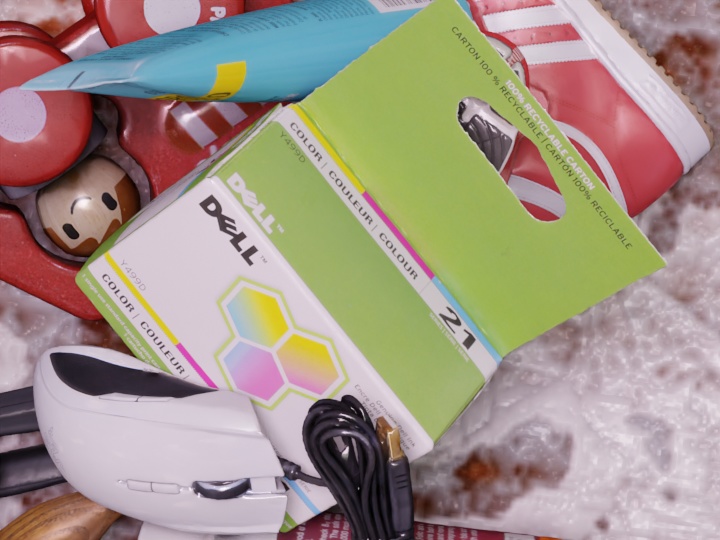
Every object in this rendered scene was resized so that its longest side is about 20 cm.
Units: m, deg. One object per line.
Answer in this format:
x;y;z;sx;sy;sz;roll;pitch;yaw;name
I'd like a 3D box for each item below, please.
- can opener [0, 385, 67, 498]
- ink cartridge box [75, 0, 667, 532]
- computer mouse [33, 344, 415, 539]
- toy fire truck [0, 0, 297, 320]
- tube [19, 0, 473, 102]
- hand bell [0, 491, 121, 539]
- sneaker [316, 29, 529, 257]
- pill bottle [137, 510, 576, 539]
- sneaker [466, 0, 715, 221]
-0.124;0.074;1.058;0.200;0.079;0.064;-3;92;10;can opener
0.000;0.000;0.941;0.148;0.200;0.076;51;43;-6;ink cartridge box
-0.066;0.086;0.958;0.200;0.110;0.044;13;39;30;computer mouse
-0.098;-0.059;1.055;0.200;0.112;0.168;-36;104;-3;toy fire truck
-0.040;-0.091;0.971;0.200;0.077;0.050;-12;94;-38;tube
-0.191;0.156;1.019;0.200;0.104;0.104;-33;84;4;hand bell
0.016;-0.041;1.015;0.077;0.085;0.200;39;130;3;sneaker
-0.001;0.166;1.018;0.200;0.114;0.114;7;84;2;pill bottle
0.058;-0.093;1.064;0.112;0.071;0.200;-44;87;-6;sneaker
